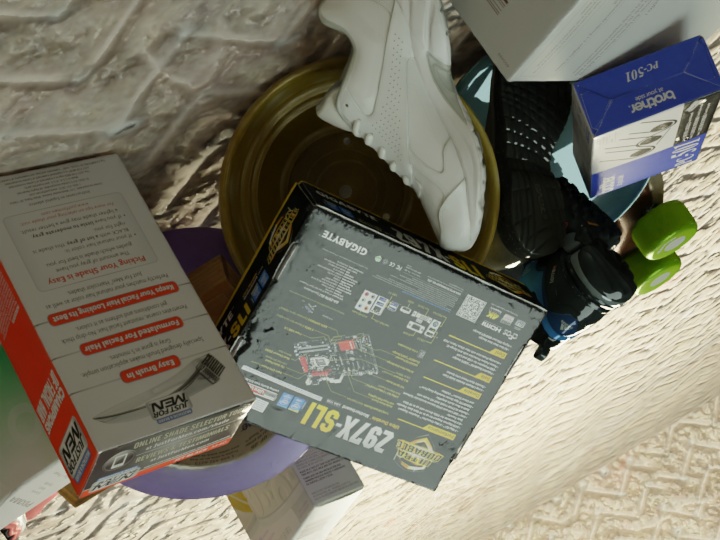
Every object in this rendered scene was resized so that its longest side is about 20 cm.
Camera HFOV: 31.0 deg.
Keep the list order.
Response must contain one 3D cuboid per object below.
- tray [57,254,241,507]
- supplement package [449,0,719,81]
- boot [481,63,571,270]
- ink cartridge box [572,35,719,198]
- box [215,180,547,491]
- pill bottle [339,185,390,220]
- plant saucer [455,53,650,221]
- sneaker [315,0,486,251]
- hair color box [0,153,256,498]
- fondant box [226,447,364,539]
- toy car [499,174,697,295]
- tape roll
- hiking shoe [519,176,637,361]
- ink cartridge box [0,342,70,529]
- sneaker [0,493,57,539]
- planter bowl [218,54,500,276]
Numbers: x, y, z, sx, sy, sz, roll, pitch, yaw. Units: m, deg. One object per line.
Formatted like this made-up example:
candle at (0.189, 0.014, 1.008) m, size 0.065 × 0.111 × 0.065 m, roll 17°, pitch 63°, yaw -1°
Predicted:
tray at (-0.152, 0.082, 0.918) m, size 0.200 × 0.037 × 0.099 m, roll -31°, pitch 123°, yaw 9°
supplement package at (0.163, -0.208, 0.877) m, size 0.200 × 0.117 × 0.117 m, roll -8°, pitch 149°, yaw -46°
boot at (0.095, -0.083, 1.000) m, size 0.068 × 0.200 × 0.131 m, roll 17°, pitch 156°, yaw -28°
ink cartridge box at (0.208, -0.108, 0.961) m, size 0.094 × 0.044 × 0.200 m, roll -20°, pitch 169°, yaw 6°
box at (0.007, 0.049, 0.891) m, size 0.200 × 0.049 × 0.160 m, roll 23°, pitch 107°, yaw -26°
pill bottle at (0.000, 0.000, 1.100) m, size 0.112 × 0.112 × 0.200 m, roll -25°, pitch 157°, yaw -18°
plant saucer at (0.152, -0.108, 1.069) m, size 0.200 × 0.027 × 0.200 m, roll -6°, pitch 118°, yaw -11°
sneaker at (0.024, -0.102, 0.870) m, size 0.099 × 0.200 × 0.078 m, roll -17°, pitch -169°, yaw 2°
hair color box at (-0.165, 0.029, 0.816) m, size 0.111 × 0.200 × 0.064 m, roll -16°, pitch 153°, yaw -35°
fondant box at (-0.089, 0.153, 1.181) m, size 0.058 × 0.200 × 0.144 m, roll -16°, pitch 153°, yaw -32°
toy car at (0.173, -0.039, 1.187) m, size 0.200 × 0.164 × 0.158 m, roll -27°, pitch 158°, yaw -9°
tape roll at (-0.124, 0.073, 0.991) m, size 0.200 × 0.085 × 0.200 m, roll -6°, pitch 124°, yaw -9°
hiking shoe at (0.151, -0.010, 0.999) m, size 0.087 × 0.074 × 0.200 m, roll -45°, pitch -170°, yaw 20°
ink cartridge box at (-0.271, 0.099, 0.869) m, size 0.200 × 0.161 × 0.050 m, roll -33°, pitch 154°, yaw 1°
sneaker at (-0.296, 0.163, 1.122) m, size 0.087 × 0.074 × 0.200 m, roll -38°, pitch 166°, yaw -25°
planter bowl at (-0.006, -0.055, 0.948) m, size 0.200 × 0.201 × 0.083 m, roll -31°, pitch -170°, yaw -5°
